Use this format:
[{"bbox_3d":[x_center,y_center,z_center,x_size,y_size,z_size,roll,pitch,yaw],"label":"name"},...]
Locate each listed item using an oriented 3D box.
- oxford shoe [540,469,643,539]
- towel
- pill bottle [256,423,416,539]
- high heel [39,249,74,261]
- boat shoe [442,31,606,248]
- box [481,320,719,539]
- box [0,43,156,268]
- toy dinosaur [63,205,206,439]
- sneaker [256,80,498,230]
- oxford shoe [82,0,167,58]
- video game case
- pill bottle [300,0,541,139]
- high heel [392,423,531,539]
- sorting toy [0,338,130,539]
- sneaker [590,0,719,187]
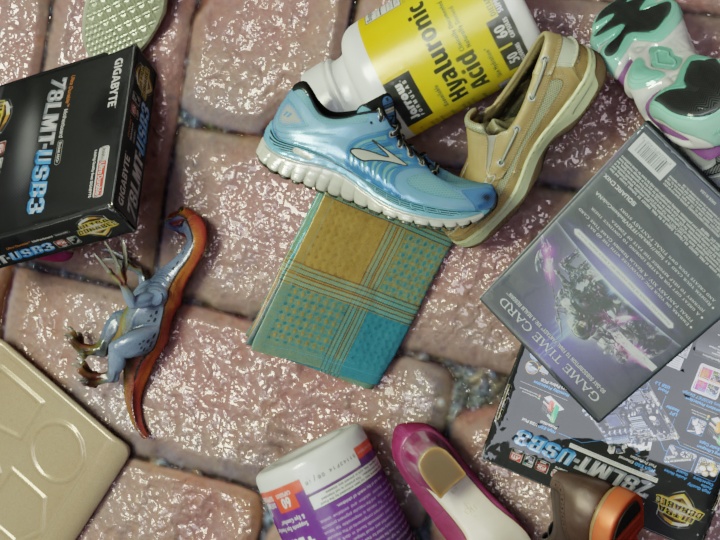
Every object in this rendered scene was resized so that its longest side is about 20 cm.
[{"bbox_3d":[0.194,0.240,0.791,0.072,0.071,0.202,24,138,36],"label":"oxford shoe"},{"bbox_3d":[0.000,0.000,0.840,0.145,0.022,0.202,23,99,-28],"label":"towel"},{"bbox_3d":[-0.006,0.253,0.848,0.110,0.111,0.202,-27,86,15],"label":"pill bottle"},{"bbox_3d":[-0.380,-0.021,0.951,0.198,0.067,0.097,22,89,18],"label":"high heel"},{"bbox_3d":[0.115,-0.110,0.781,0.075,0.072,0.201,18,117,-27],"label":"boat shoe"},{"bbox_3d":[0.229,0.104,0.801,0.198,0.050,0.201,20,100,14],"label":"box"},{"bbox_3d":[-0.297,-0.105,0.888,0.196,0.050,0.202,-13,56,17],"label":"box"},{"bbox_3d":[-0.208,0.032,0.929,0.180,0.105,0.201,-34,123,0],"label":"toy dinosaur"},{"bbox_3d":[0.020,-0.093,0.747,0.198,0.078,0.091,20,100,-2],"label":"sneaker"},{"bbox_3d":[-0.216,-0.292,0.905,0.074,0.058,0.202,16,113,-17],"label":"oxford shoe"},{"bbox_3d":[0.205,0.006,0.734,0.143,0.019,0.200,46,121,10],"label":"video game case"},{"bbox_3d":[0.052,-0.182,0.808,0.198,0.111,0.112,-27,86,16],"label":"pill bottle"},{"bbox_3d":[0.095,0.227,0.857,0.067,0.096,0.201,-40,104,-7],"label":"high heel"},{"bbox_3d":[-0.359,0.195,0.983,0.199,0.036,0.186,36,101,6],"label":"sorting toy"},{"bbox_3d":[0.258,-0.132,0.769,0.077,0.201,0.140,-26,131,14],"label":"sneaker"}]
